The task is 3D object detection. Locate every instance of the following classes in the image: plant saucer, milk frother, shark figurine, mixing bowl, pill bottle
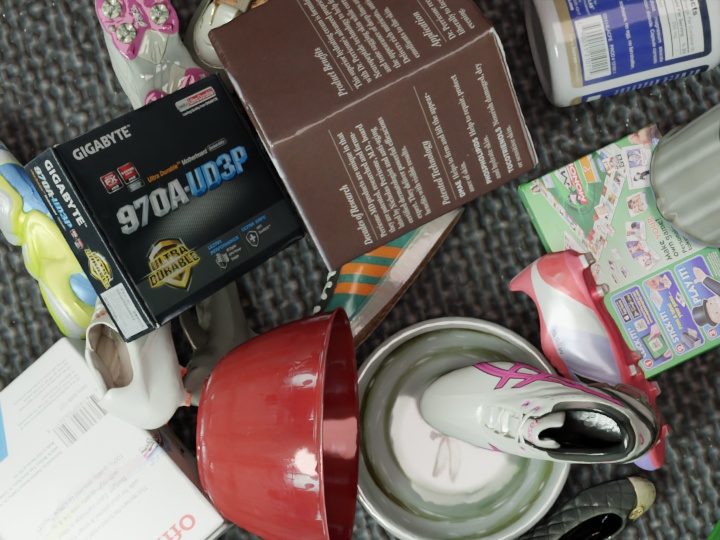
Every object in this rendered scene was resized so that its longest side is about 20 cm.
[{"bbox_3d":[0.082,0.141,1.313,0.199,0.050,0.201,0,84,2],"label":"plant saucer"},{"bbox_3d":[0.370,-0.064,1.251,0.180,0.188,0.201,-11,79,-21],"label":"milk frother"},{"bbox_3d":[-0.106,0.037,1.317,0.089,0.128,0.215,-7,57,10],"label":"shark figurine"},{"bbox_3d":[-0.066,0.128,1.199,0.108,0.200,0.201,0,84,7],"label":"mixing bowl"},{"bbox_3d":[0.249,-0.217,1.314,0.199,0.116,0.116,-13,83,0],"label":"pill bottle"}]

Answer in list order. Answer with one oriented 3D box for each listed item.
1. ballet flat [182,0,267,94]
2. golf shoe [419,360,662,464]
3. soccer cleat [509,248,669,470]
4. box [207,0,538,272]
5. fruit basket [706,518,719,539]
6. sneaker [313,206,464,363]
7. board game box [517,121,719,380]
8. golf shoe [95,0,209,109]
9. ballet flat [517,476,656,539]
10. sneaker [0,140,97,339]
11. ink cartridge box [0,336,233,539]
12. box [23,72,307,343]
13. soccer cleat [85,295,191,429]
[{"bbox_3d":[-0.109,-0.240,1.355,0.067,0.064,0.200,27,85,5],"label":"ballet flat"},{"bbox_3d":[0.138,0.114,1.227,0.199,0.092,0.073,3,94,21],"label":"golf shoe"},{"bbox_3d":[0.195,0.079,1.287,0.076,0.067,0.200,-25,86,22],"label":"soccer cleat"},{"bbox_3d":[0.012,-0.142,1.261,0.200,0.164,0.166,-27,49,-1],"label":"box"},{"bbox_3d":[0.356,0.297,1.231,0.215,0.156,0.216,1,70,-4],"label":"fruit basket"},{"bbox_3d":[0.000,0.000,1.325,0.080,0.071,0.200,38,80,8],"label":"sneaker"},{"bbox_3d":[0.240,-0.011,1.335,0.134,0.029,0.200,-25,84,0],"label":"board game box"},{"bbox_3d":[-0.173,-0.162,1.343,0.075,0.092,0.201,-21,94,-14],"label":"golf shoe"},{"bbox_3d":[0.170,0.233,1.273,0.200,0.067,0.057,-27,45,-21],"label":"ballet flat"},{"bbox_3d":[-0.258,-0.044,1.342,0.105,0.076,0.200,-29,91,-13],"label":"sneaker"},{"bbox_3d":[-0.220,0.179,1.271,0.147,0.145,0.200,-41,84,-2],"label":"ink cartridge box"},{"bbox_3d":[-0.150,-0.054,1.225,0.046,0.200,0.159,-25,95,43],"label":"box"},{"bbox_3d":[-0.188,0.038,1.231,0.069,0.077,0.200,-43,45,27],"label":"soccer cleat"}]
